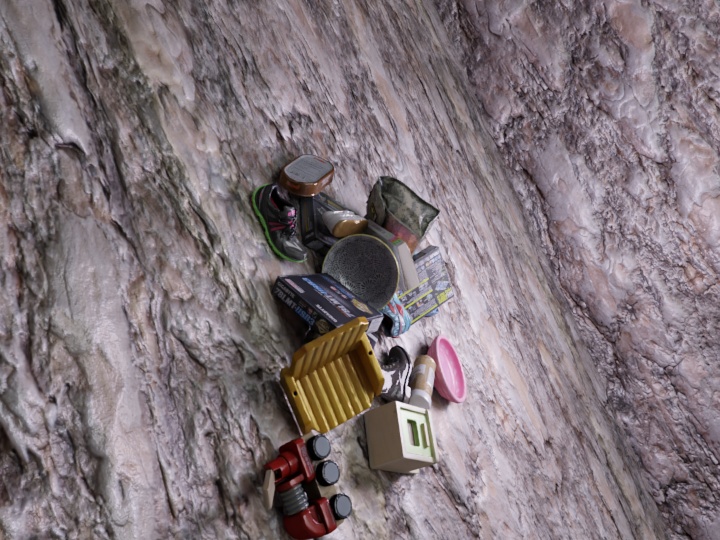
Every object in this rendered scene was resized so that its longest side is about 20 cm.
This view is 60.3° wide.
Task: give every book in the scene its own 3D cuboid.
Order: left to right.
[{"bbox_3d":[0.077,-0.046,1.659,0.199,0.047,0.137,38,-30,56],"label":"book"}]

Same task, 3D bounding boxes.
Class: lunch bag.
[{"bbox_3d":[0.098,-0.151,1.697,0.198,0.165,0.118,38,69,5],"label":"lunch bag"}]

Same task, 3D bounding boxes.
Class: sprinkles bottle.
[{"bbox_3d":[0.163,0.307,1.661,0.069,0.067,0.201,55,22,-13],"label":"sprinkles bottle"}]

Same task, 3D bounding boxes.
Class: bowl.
[{"bbox_3d":[0.000,0.000,1.581,0.204,0.198,0.094,56,9,-12],"label":"bowl"}]

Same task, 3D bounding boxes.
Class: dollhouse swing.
[{"bbox_3d":[-0.043,0.217,1.252,0.196,0.175,0.186,-24,86,-22],"label":"dollhouse swing"}]

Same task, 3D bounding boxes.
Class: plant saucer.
[{"bbox_3d":[0.251,0.295,1.833,0.201,0.050,0.205,47,32,-41],"label":"plant saucer"}]

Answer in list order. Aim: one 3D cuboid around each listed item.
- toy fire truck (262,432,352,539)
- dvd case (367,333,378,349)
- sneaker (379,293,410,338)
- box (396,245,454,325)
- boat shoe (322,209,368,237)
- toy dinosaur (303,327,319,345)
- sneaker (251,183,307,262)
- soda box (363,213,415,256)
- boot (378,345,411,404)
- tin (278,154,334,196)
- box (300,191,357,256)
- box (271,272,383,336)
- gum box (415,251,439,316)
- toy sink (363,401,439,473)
[{"bbox_3d":[-0.120,0.414,1.142,0.197,0.127,0.181,-14,79,-47],"label":"toy fire truck"},{"bbox_3d":[-0.039,0.182,1.483,0.147,0.016,0.202,39,37,-10],"label":"dvd case"},{"bbox_3d":[0.055,0.089,1.669,0.094,0.079,0.202,-29,80,-41],"label":"sneaker"},{"bbox_3d":[0.164,0.046,1.766,0.197,0.044,0.164,-31,112,-23],"label":"box"},{"bbox_3d":[-0.039,-0.127,1.599,0.069,0.071,0.199,43,12,17],"label":"boat shoe"},{"bbox_3d":[-0.097,0.166,1.381,0.202,0.085,0.049,-66,148,-51],"label":"toy dinosaur"},{"bbox_3d":[-0.181,-0.110,1.447,0.204,0.082,0.077,59,32,-8],"label":"sneaker"},{"bbox_3d":[0.085,-0.087,1.807,0.067,0.063,0.203,-31,86,-21],"label":"soda box"},{"bbox_3d":[0.051,0.247,1.568,0.172,0.069,0.204,33,36,-31],"label":"boot"},{"bbox_3d":[-0.136,-0.249,1.606,0.110,0.043,0.201,28,32,7],"label":"tin"},{"bbox_3d":[-0.076,-0.111,1.645,0.198,0.048,0.163,27,46,-46],"label":"box"},{"bbox_3d":[-0.073,0.078,1.414,0.198,0.051,0.196,37,19,28],"label":"box"},{"bbox_3d":[0.157,0.039,1.898,0.168,0.044,0.206,7,63,-55],"label":"gum box"},{"bbox_3d":[0.114,0.407,1.498,0.198,0.110,0.134,28,46,-46],"label":"toy sink"}]
